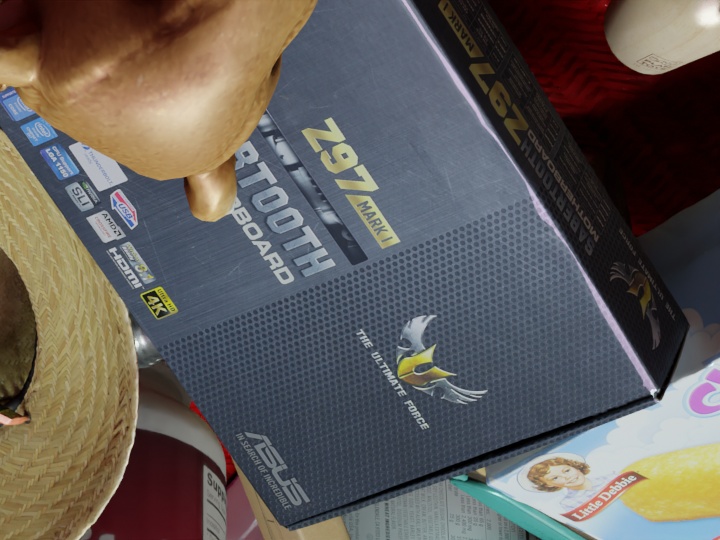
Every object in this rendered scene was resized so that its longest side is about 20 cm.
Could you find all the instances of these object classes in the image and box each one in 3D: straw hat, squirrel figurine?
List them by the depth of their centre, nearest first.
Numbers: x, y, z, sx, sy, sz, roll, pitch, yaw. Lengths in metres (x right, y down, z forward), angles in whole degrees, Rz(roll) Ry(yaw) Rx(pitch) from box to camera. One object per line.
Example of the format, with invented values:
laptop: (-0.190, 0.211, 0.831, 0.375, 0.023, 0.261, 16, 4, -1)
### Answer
squirrel figurine: (-0.072, -0.099, 0.776, 0.200, 0.187, 0.141, -22, 145, 32)
straw hat: (-0.145, 0.016, 1.073, 0.201, 0.201, 0.085, -23, -174, 32)

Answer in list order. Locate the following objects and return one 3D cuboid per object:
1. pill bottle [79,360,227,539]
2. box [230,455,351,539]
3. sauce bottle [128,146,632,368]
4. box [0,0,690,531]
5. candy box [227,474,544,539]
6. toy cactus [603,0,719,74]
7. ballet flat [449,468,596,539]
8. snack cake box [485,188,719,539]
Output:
pill bottle: (-0.108, 0.116, 1.144, 0.113, 0.200, 0.113, -2, 151, -1)
box: (-0.010, 0.133, 1.137, 0.021, 0.200, 0.163, -21, 180, -8)
sauce bottle: (0.000, 0.000, 1.088, 0.199, 0.066, 0.066, -8, 150, 16)
box: (-0.009, -0.022, 0.961, 0.157, 0.051, 0.200, -21, 113, 30)
candy box: (0.031, 0.144, 1.335, 0.200, 0.072, 0.168, 10, 147, -21)
toy cactus: (0.128, -0.097, 0.909, 0.199, 0.103, 0.165, 0, 162, -22)
ballet flat: (0.045, 0.062, 1.208, 0.069, 0.063, 0.200, 15, 171, 47)
snack cake box: (0.149, 0.028, 1.014, 0.115, 0.067, 0.200, 26, 137, -35)
